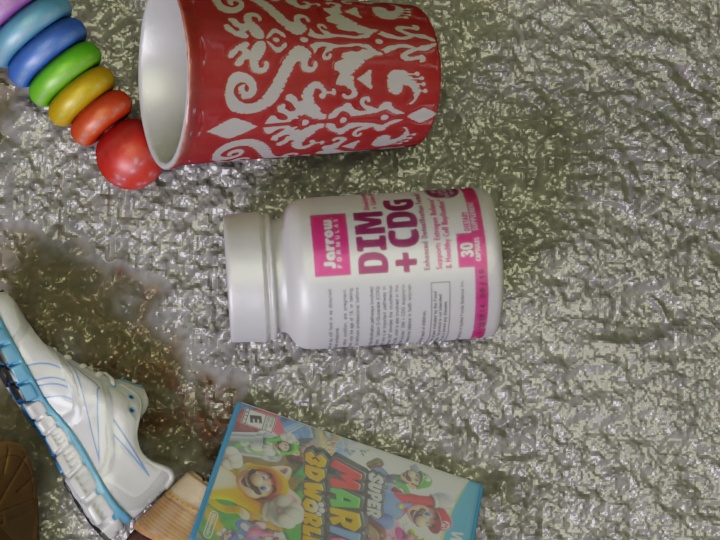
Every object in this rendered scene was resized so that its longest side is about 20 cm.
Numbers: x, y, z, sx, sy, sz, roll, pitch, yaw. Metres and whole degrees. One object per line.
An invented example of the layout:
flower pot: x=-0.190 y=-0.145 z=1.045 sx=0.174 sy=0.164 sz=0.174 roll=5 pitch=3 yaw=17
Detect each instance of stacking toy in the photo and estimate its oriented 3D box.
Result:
stacking toy: x=-0.222 y=-0.145 z=1.257 sx=0.085 sy=0.085 sz=0.200 roll=-39 pitch=94 yaw=-9

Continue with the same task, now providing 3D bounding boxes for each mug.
mug: x=-0.055 y=-0.164 z=1.228 sx=0.199 sy=0.133 sz=0.178 roll=-2 pitch=65 yaw=-22

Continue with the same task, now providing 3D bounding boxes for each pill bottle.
pill bottle: x=0.000 y=0.000 z=1.228 sx=0.199 sy=0.113 sz=0.114 roll=-4 pitch=82 yaw=-5

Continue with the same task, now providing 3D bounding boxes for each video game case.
video game case: x=-0.014 y=0.180 z=1.206 sx=0.199 sy=0.018 sz=0.143 roll=19 pitch=40 yaw=-2

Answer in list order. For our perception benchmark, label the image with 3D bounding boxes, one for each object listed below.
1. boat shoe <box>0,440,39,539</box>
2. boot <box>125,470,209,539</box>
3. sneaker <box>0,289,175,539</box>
boat shoe: x=-0.270 y=0.224 z=1.206 sx=0.064 sy=0.071 sz=0.201 roll=-3 pitch=90 yaw=30
boot: x=-0.098 y=0.264 z=1.212 sx=0.200 sy=0.072 sz=0.167 roll=33 pitch=86 yaw=5
sneaker: x=-0.208 y=0.095 z=1.228 sx=0.087 sy=0.075 sz=0.200 roll=-32 pitch=92 yaw=-16
